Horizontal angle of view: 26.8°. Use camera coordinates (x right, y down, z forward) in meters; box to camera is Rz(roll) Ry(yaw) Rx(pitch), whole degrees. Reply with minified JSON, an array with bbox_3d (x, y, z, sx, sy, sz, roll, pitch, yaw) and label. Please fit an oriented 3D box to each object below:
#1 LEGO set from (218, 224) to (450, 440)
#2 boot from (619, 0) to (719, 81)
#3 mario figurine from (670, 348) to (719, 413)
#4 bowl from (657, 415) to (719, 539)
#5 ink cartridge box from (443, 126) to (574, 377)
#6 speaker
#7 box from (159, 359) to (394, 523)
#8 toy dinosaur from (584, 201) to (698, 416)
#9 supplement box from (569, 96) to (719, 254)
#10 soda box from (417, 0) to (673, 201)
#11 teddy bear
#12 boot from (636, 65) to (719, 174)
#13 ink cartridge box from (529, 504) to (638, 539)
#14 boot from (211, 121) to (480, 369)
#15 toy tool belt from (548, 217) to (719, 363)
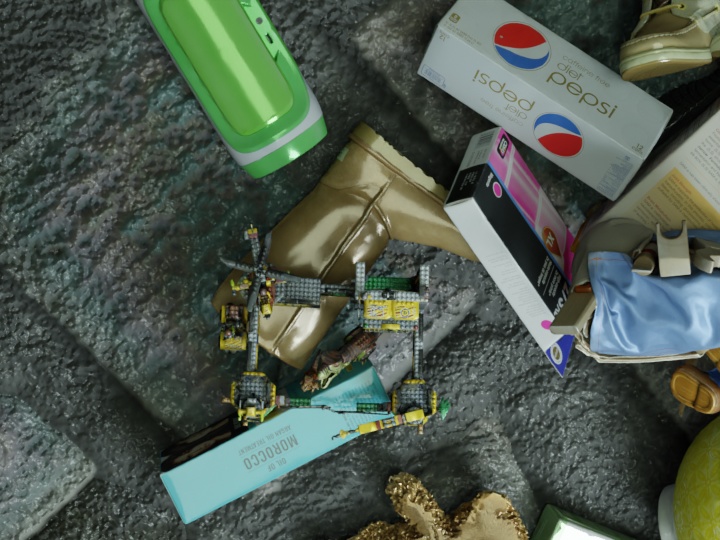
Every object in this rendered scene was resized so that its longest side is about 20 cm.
[{"bbox_3d":[-0.020,0.056,1.188,0.198,0.116,0.155,10,83,1],"label":"LEGO set"},{"bbox_3d":[0.247,-0.240,1.225,0.072,0.200,0.156,-7,101,31],"label":"boot"},{"bbox_3d":[0.341,0.059,1.309,0.199,0.123,0.107,-10,86,-44],"label":"mario figurine"},{"bbox_3d":[0.326,0.219,1.327,0.107,0.200,0.202,-15,104,32],"label":"bowl"},{"bbox_3d":[0.142,-0.014,1.264,0.037,0.095,0.201,-14,125,34],"label":"ink cartridge box"},{"bbox_3d":[-0.108,-0.179,1.224,0.088,0.088,0.201,-32,102,-2],"label":"speaker"},{"bbox_3d":[-0.072,0.138,1.284,0.199,0.082,0.049,-27,100,-4],"label":"box"},{"bbox_3d":[0.275,0.012,1.336,0.106,0.060,0.201,-33,95,19],"label":"toy dinosaur"},{"bbox_3d":[0.287,-0.048,1.244,0.126,0.074,0.200,46,114,-1],"label":"supplement box"},{"bbox_3d":[0.150,-0.147,1.240,0.199,0.064,0.068,34,56,5],"label":"soda box"},{"bbox_3d":[0.050,0.253,1.337,0.200,0.067,0.145,-39,93,6],"label":"teddy bear"},{"bbox_3d":[0.329,-0.112,1.313,0.199,0.070,0.132,-35,109,4],"label":"boot"},{"bbox_3d":[0.232,0.317,1.377,0.199,0.048,0.147,23,96,-13],"label":"ink cartridge box"},{"bbox_3d":[0.000,0.000,1.285,0.175,0.066,0.201,37,93,-5],"label":"boot"},{"bbox_3d":[0.250,0.017,1.167,0.198,0.123,0.126,-8,105,19],"label":"toy tool belt"}]
